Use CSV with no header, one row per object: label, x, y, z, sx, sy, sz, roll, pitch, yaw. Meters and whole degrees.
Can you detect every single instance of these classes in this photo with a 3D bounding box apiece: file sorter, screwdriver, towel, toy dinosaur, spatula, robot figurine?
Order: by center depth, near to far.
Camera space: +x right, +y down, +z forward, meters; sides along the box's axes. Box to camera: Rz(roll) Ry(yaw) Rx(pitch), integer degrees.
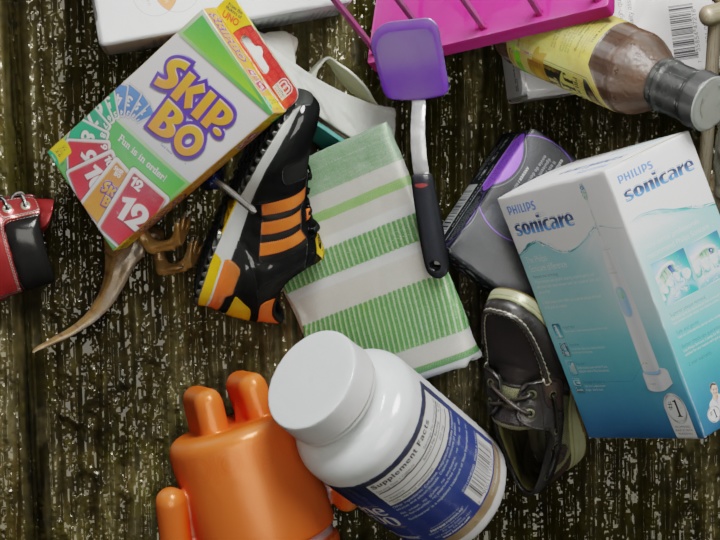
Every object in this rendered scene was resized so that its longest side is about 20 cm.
file sorter,0.075,-0.257,1.190,0.198,0.125,0.140,-10,57,29
spatula,0.045,-0.090,1.223,0.056,0.021,0.202,-1,106,22
screwdriver,-0.109,-0.065,1.233,0.029,0.200,0.028,2,103,-14
robot figurine,-0.085,0.184,1.288,0.116,0.143,0.202,-14,95,34
towel,0.000,0.000,1.298,0.151,0.023,0.202,-20,94,31
toy dinosaur,-0.187,-0.021,1.307,0.105,0.060,0.202,12,91,17

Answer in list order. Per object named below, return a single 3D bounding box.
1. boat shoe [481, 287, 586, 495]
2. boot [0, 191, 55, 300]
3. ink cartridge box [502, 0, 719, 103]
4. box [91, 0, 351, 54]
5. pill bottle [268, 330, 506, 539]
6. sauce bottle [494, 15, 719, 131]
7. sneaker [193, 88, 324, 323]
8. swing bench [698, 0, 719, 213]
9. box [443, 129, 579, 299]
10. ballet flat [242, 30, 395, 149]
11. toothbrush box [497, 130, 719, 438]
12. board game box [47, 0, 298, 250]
boat shoe,0.133,0.101,1.283,0.065,0.073,0.201,-50,135,-31
boot,-0.325,-0.062,1.277,0.143,0.072,0.202,-26,103,-5
ink cartridge box,0.211,-0.222,1.315,0.197,0.084,0.147,-8,93,-5
box,-0.119,-0.263,1.268,0.198,0.106,0.154,-10,95,-6
pill bottle,0.019,0.131,1.255,0.111,0.111,0.200,-50,130,-2
sauce bottle,0.180,-0.152,1.179,0.064,0.199,0.065,-18,123,-31
sneaker,-0.060,-0.047,1.270,0.089,0.070,0.201,21,116,-15
swing bench,0.328,-0.135,1.233,0.197,0.130,0.201,-7,120,-7
box,0.173,-0.009,1.310,0.199,0.106,0.123,36,89,-7
ballet flat,-0.052,-0.150,1.291,0.199,0.069,0.070,30,89,-26
toothbrush box,0.201,0.015,1.180,0.085,0.146,0.202,-25,95,-26
board game box,-0.143,-0.110,1.228,0.199,0.030,0.096,-37,85,22
